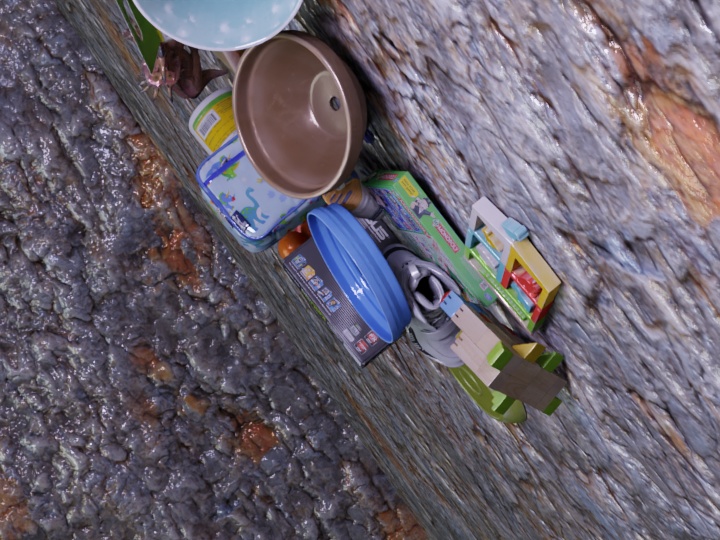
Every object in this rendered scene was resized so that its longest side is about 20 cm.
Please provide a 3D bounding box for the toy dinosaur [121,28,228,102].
[{"bbox_3d":[-0.271,-0.294,1.759,0.199,0.085,0.137,29,-143,-55],"label":"toy dinosaur"}]

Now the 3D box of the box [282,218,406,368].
[{"bbox_3d":[0.003,0.018,1.779,0.201,0.160,0.044,51,170,9],"label":"box"}]

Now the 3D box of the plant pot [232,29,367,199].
[{"bbox_3d":[-0.058,-0.196,1.452,0.199,0.092,0.204,19,120,36],"label":"plant pot"}]

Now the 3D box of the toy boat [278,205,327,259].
[{"bbox_3d":[-0.078,-0.062,1.940,0.131,0.130,0.200,52,169,5],"label":"toy boat"}]

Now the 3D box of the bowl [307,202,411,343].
[{"bbox_3d":[0.000,0.000,1.557,0.202,0.039,0.201,54,169,15],"label":"bowl"}]

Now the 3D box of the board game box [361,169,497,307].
[{"bbox_3d":[0.089,-0.043,1.535,0.201,0.029,0.134,52,169,-16],"label":"board game box"}]

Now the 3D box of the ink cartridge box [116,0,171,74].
[{"bbox_3d":[-0.264,-0.378,1.603,0.201,0.075,0.149,-89,-19,-53],"label":"ink cartridge box"}]

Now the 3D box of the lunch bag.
[{"bbox_3d":[-0.131,-0.139,1.742,0.161,0.199,0.083,50,168,14],"label":"lunch bag"}]

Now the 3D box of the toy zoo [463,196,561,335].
[{"bbox_3d":[0.172,-0.007,1.368,0.132,0.020,0.200,50,169,15],"label":"toy zoo"}]

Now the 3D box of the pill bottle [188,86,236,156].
[{"bbox_3d":[-0.193,-0.204,2.025,0.201,0.111,0.111,50,169,15],"label":"pill bottle"}]

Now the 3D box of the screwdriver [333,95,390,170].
[{"bbox_3d":[0.022,-0.156,1.545,0.201,0.028,0.029,53,-160,-37],"label":"screwdriver"}]

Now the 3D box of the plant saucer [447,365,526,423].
[{"bbox_3d":[0.178,0.161,1.832,0.201,0.031,0.200,51,169,14],"label":"plant saucer"}]

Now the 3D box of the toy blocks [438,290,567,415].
[{"bbox_3d":[0.167,0.098,1.481,0.199,0.100,0.137,28,-165,-51],"label":"toy blocks"}]

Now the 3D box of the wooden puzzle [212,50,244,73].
[{"bbox_3d":[-0.222,-0.367,1.834,0.201,0.037,0.185,52,176,30],"label":"wooden puzzle"}]

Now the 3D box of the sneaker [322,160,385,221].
[{"bbox_3d":[-0.027,-0.134,1.659,0.088,0.075,0.201,25,-153,-41],"label":"sneaker"}]

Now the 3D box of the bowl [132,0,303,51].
[{"bbox_3d":[-0.154,-0.351,1.291,0.106,0.198,0.202,-91,-19,-45],"label":"bowl"}]

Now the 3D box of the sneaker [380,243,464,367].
[{"bbox_3d":[0.098,0.058,1.580,0.201,0.075,0.115,56,171,-20],"label":"sneaker"}]
